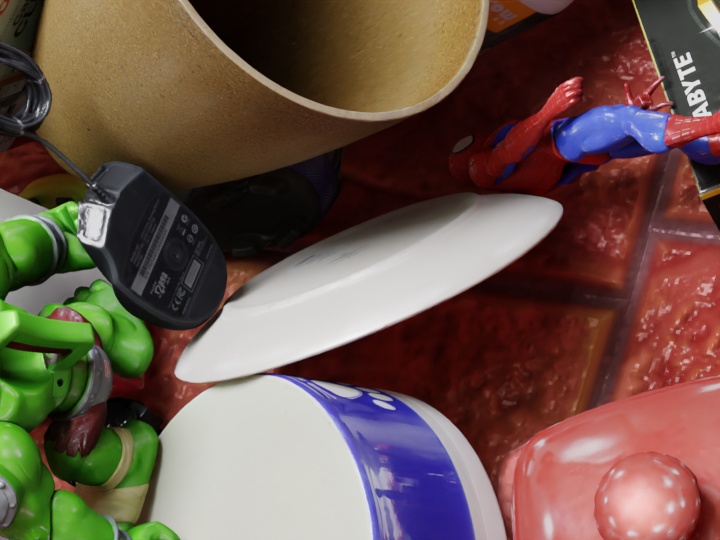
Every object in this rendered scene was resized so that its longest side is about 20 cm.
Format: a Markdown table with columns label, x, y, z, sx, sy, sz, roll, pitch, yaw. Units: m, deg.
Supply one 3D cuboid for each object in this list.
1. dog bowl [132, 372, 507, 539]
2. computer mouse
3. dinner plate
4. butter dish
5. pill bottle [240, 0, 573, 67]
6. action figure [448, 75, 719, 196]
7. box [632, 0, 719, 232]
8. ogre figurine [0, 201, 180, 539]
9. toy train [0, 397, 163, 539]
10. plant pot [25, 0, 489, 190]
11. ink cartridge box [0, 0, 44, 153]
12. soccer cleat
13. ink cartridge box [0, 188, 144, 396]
| label | x | y | z | sx | sy | sz | roll | pitch | yaw |
| --- | --- | --- | --- | --- | --- | --- | --- | --- | --- |
| dog bowl | -0.028 | 0.148 | 0.905 | 0.199 | 0.078 | 0.202 | -17 | 67 | 46 |
| computer mouse | -0.130 | -0.038 | 0.914 | 0.034 | 0.200 | 0.059 | -5 | 50 | 42 |
| dinner plate | 0.000 | 0.000 | 0.965 | 0.199 | 0.200 | 0.024 | -21 | 99 | 16 |
| butter dish | 0.136 | 0.119 | 0.842 | 0.199 | 0.148 | 0.201 | -17 | 59 | 18 |
| pill bottle | 0.044 | -0.166 | 1.031 | 0.199 | 0.116 | 0.117 | -25 | 54 | 33 |
| action figure | 0.113 | -0.065 | 0.962 | 0.199 | 0.065 | 0.052 | -13 | 80 | 47 |
| box | 0.215 | -0.136 | 0.997 | 0.159 | 0.049 | 0.201 | -22 | 57 | 14 |
| ogre figurine | -0.144 | 0.049 | 0.909 | 0.098 | 0.120 | 0.202 | -8 | 71 | 33 |
| toy train | -0.172 | 0.150 | 1.052 | 0.046 | 0.034 | 0.201 | 22 | 73 | 46 |
| plant pot | -0.071 | -0.114 | 0.955 | 0.200 | 0.185 | 0.188 | -33 | 47 | 48 |
| ink cartridge box | -0.225 | -0.145 | 1.027 | 0.144 | 0.200 | 0.146 | 34 | 108 | 5 |
| soccer cleat | -0.097 | -0.041 | 1.111 | 0.199 | 0.065 | 0.084 | -6 | 32 | 29 |
| ink cartridge box | -0.232 | 0.031 | 1.060 | 0.199 | 0.147 | 0.086 | -18 | 68 | 28 |
